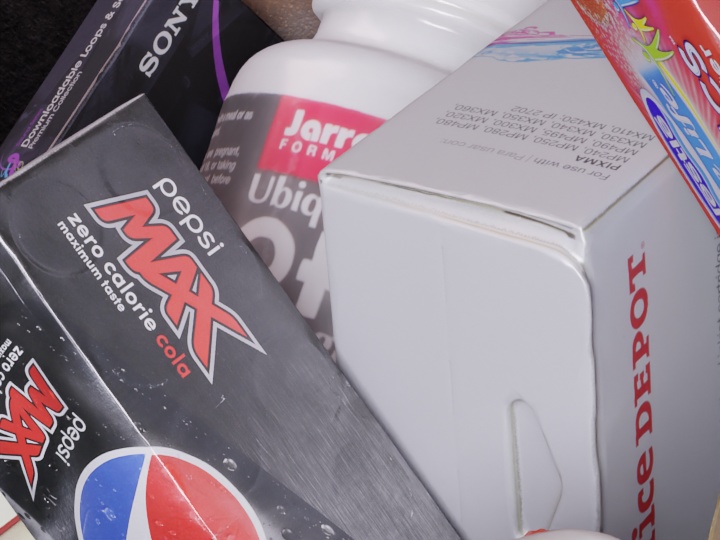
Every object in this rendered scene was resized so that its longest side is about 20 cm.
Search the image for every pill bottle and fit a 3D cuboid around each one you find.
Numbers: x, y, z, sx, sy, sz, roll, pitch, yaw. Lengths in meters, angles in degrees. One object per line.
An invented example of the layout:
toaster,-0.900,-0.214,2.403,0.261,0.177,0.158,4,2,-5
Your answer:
pill bottle,0.000,0.000,0.831,0.111,0.110,0.201,155,134,-77

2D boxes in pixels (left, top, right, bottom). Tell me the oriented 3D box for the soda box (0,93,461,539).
soda box,-0.034,0.061,0.709,0.063,0.200,0.071,-34,3,46

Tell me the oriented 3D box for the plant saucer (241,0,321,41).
plant saucer,-0.006,-0.076,0.985,0.200,0.037,0.200,-26,-12,-6

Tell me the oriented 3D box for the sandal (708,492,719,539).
sandal,0.151,0.024,0.545,0.200,0.080,0.054,-32,23,-9

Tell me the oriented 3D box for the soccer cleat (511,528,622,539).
soccer cleat,-0.003,0.131,0.626,0.200,0.069,0.078,-43,4,31

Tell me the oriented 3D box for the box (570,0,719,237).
box,0.121,-0.047,0.637,0.095,0.200,0.100,-33,3,-6

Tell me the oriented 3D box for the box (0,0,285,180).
box,-0.036,0.012,0.897,0.036,0.200,0.143,9,64,54

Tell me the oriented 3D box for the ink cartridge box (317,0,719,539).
ink cartridge box,0.080,0.000,0.772,0.083,0.146,0.200,15,35,32

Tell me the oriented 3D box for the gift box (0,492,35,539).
gift box,-0.145,0.145,0.809,0.184,0.187,0.200,-37,4,-22
